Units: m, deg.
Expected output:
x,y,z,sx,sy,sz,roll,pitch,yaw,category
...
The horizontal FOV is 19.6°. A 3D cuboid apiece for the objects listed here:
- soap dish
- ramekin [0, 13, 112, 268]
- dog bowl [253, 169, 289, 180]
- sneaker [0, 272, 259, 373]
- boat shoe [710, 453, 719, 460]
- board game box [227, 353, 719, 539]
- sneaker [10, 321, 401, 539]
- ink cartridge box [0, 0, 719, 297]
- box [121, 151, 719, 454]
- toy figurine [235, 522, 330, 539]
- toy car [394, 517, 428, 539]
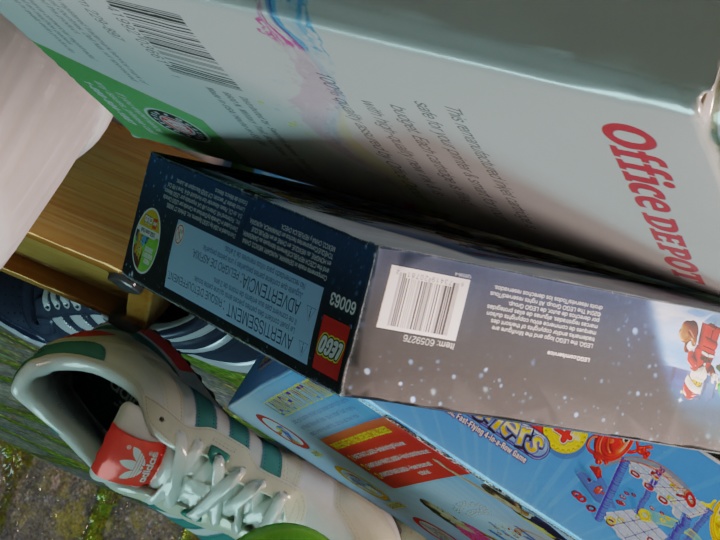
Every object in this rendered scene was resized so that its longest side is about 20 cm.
x,y,z,sx,sy,sz,roll,pitch,yaw,category
-0.154,-0.047,0.914,0.199,0.082,0.157,23,168,-3,soap dish
-0.189,-0.069,0.731,0.201,0.095,0.203,16,152,9,ramekin
0.000,0.000,0.930,0.111,0.050,0.200,20,168,6,dog bowl
-0.141,0.007,1.145,0.199,0.070,0.108,8,168,24,sneaker
0.194,0.104,0.840,0.200,0.063,0.073,33,-179,29,boat shoe
0.054,0.077,0.841,0.195,0.056,0.200,34,166,-6,board game box
-0.075,0.094,0.937,0.199,0.071,0.093,36,-162,19,sneaker
0.016,-0.070,0.512,0.199,0.088,0.145,18,169,22,ink cartridge box
0.052,0.014,0.577,0.199,0.038,0.136,11,-174,-30,box
0.052,0.189,0.830,0.183,0.151,0.200,-4,147,34,toy figurine
0.045,0.154,1.066,0.164,0.158,0.200,28,-165,4,toy car
